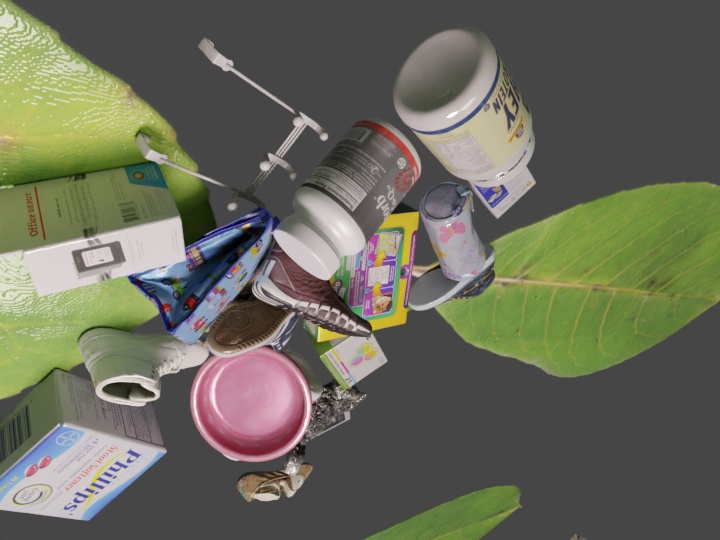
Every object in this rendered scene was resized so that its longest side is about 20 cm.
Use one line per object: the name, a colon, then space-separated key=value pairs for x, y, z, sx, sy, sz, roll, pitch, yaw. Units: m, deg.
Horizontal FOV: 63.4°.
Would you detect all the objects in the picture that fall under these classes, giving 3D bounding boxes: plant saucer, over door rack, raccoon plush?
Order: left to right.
over door rack: x=-0.145 y=-0.153 z=0.704 sx=0.148 sy=0.067 sz=0.199 roll=-48 pitch=140 yaw=14
plant saucer: x=-0.176 y=0.211 z=0.959 sx=0.197 sy=0.051 sz=0.204 roll=0 pitch=101 yaw=1
raccoon plush: x=-0.069 y=0.299 z=1.135 sx=0.132 sy=0.097 sz=0.203 roll=15 pitch=83 yaw=-16

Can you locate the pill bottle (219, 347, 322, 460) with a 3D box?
pill bottle: x=-0.173 y=0.244 z=1.048 sx=0.200 sy=0.112 sz=0.111 roll=-44 pitch=141 yaw=10

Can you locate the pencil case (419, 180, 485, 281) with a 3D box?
pencil case: x=0.164 y=-0.065 z=1.013 sx=0.090 sy=0.083 sz=0.201 roll=-40 pitch=142 yaw=-9

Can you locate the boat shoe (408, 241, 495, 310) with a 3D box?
boat shoe: x=0.184 y=0.033 z=1.135 sx=0.199 sy=0.071 sz=0.091 roll=-32 pitch=138 yaw=-8

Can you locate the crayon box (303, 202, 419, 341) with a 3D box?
crayon box: x=0.000 y=0.000 z=0.935 sx=0.170 sy=0.058 sz=0.203 roll=-8 pitch=116 yaw=-29

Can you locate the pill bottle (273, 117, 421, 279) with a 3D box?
pill bottle: x=-0.018 y=-0.094 z=0.772 sx=0.201 sy=0.115 sz=0.116 roll=-52 pitch=145 yaw=-17

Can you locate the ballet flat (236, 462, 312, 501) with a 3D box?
ballet flat: x=-0.185 y=0.486 z=1.320 sx=0.198 sy=0.065 sz=0.071 roll=2 pitch=128 yaw=-38

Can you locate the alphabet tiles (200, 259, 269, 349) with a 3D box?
alphabet tiles: x=-0.157 y=0.062 z=0.933 sx=0.200 sy=0.008 sz=0.167 roll=-44 pitch=154 yaw=10

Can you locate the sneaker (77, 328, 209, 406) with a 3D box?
sneaker: x=-0.300 y=0.148 z=0.853 sx=0.198 sy=0.116 sz=0.074 roll=8 pitch=123 yaw=-44

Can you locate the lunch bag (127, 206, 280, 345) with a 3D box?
lunch bag: x=-0.181 y=-0.004 z=0.768 sx=0.199 sy=0.094 sz=0.151 roll=-39 pitch=175 yaw=-14

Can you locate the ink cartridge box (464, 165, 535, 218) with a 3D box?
ink cartridge box: x=0.227 y=-0.171 z=0.992 sx=0.095 sy=0.037 sz=0.200 roll=-43 pitch=144 yaw=10

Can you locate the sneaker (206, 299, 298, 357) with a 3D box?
sneaker: x=-0.153 y=0.091 z=0.861 sx=0.200 sy=0.070 sz=0.109 roll=-37 pitch=162 yaw=-48

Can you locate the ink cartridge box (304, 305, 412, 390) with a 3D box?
ink cartridge box: x=0.016 y=0.112 z=1.085 sx=0.199 sy=0.076 sz=0.148 roll=-32 pitch=142 yaw=-3

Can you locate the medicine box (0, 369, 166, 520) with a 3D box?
medicine box: x=-0.436 y=0.271 z=0.884 sx=0.182 sy=0.103 sz=0.200 roll=-41 pitch=141 yaw=6

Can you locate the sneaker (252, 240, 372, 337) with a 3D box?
sneaker: x=-0.049 y=0.017 z=0.835 sx=0.199 sy=0.075 sz=0.117 roll=28 pitch=71 yaw=-32

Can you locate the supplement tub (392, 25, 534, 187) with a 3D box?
supplement tub: x=0.149 y=-0.215 z=0.801 sx=0.145 sy=0.145 sz=0.199 roll=-45 pitch=141 yaw=11

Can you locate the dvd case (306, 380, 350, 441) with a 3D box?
dvd case: x=-0.117 y=0.314 z=1.232 sx=0.198 sy=0.025 sz=0.151 roll=-23 pitch=140 yaw=-16

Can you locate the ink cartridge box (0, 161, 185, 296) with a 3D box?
ink cartridge box: x=-0.309 y=-0.047 z=0.649 sx=0.198 sy=0.116 sz=0.067 roll=-16 pitch=139 yaw=-23
